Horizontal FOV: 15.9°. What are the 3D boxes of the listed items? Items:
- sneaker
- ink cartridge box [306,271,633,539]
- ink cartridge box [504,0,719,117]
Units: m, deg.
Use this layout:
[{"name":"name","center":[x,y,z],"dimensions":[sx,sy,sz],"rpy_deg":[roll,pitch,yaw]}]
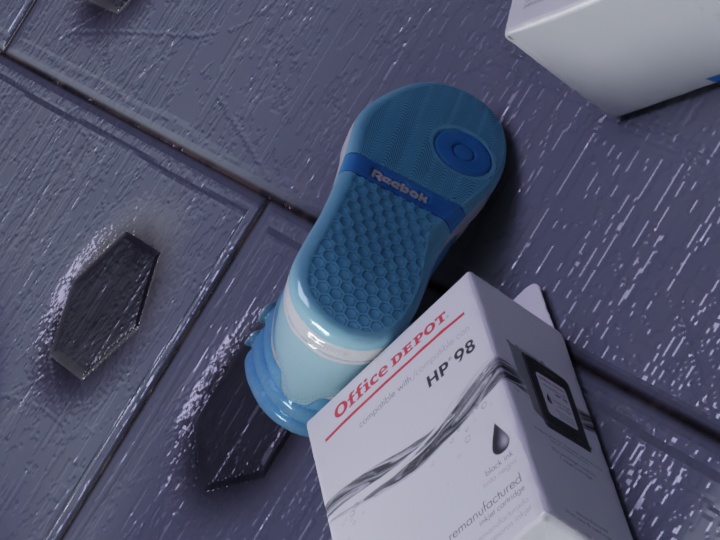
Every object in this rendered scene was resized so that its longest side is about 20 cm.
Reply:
[{"name":"sneaker","center":[0.000,0.000,1.285],"dimensions":[0.200,0.079,0.131],"rpy_deg":[-55,-5,-44]},{"name":"ink cartridge box","center":[0.043,0.087,1.158],"dimensions":[0.116,0.067,0.201],"rpy_deg":[-43,35,21]},{"name":"ink cartridge box","center":[0.162,-0.192,1.223],"dimensions":[0.145,0.084,0.201],"rpy_deg":[-18,48,46]}]
